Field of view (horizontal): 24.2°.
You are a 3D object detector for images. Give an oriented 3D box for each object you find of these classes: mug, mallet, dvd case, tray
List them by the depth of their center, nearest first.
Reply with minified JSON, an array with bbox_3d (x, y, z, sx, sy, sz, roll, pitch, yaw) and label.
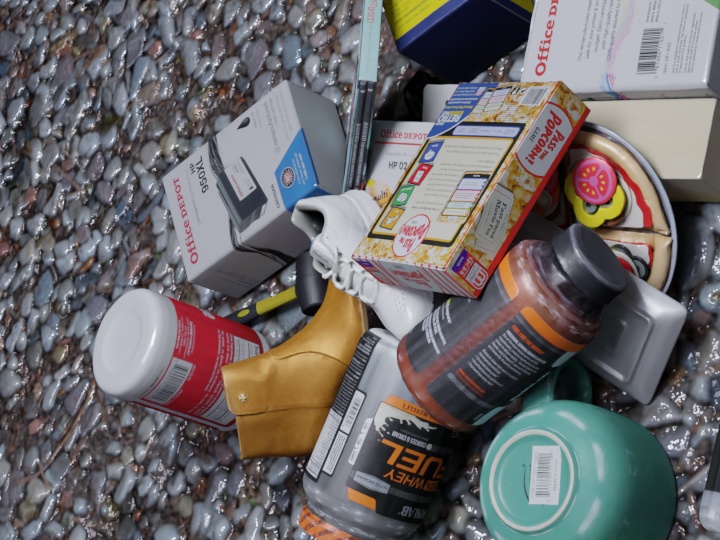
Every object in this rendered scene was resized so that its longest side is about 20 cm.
[{"bbox_3d":[0.171,0.179,1.458,0.152,0.114,0.185,-52,50,16],"label":"mug"},{"bbox_3d":[0.188,0.029,1.494,0.200,0.022,0.108,34,127,27],"label":"tray"},{"bbox_3d":[0.001,-0.164,1.667,0.200,0.022,0.146,100,176,-49],"label":"dvd case"},{"bbox_3d":[-0.102,0.029,1.801,0.200,0.041,0.066,-16,68,41],"label":"mallet"}]

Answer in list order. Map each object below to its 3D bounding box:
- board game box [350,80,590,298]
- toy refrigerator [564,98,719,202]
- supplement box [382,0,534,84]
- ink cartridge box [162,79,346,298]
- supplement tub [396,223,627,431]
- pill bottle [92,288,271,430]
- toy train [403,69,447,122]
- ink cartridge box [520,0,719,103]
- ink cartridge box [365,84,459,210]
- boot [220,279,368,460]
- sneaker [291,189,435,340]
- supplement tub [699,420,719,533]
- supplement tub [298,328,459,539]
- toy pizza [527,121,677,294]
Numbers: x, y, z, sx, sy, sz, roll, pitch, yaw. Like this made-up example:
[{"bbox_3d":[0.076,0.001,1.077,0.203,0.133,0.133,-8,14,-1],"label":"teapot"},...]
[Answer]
[{"bbox_3d":[0.094,-0.076,1.481,0.200,0.046,0.151,-57,29,-14],"label":"board game box"},{"bbox_3d":[0.242,-0.107,1.521,0.200,0.070,0.076,3,75,40],"label":"toy refrigerator"},{"bbox_3d":[0.084,-0.308,1.693,0.109,0.109,0.200,-33,58,29],"label":"supplement box"},{"bbox_3d":[-0.107,-0.084,1.805,0.200,0.084,0.145,-35,56,28],"label":"ink cartridge box"},{"bbox_3d":[0.132,0.046,1.445,0.200,0.107,0.107,-40,54,27],"label":"supplement tub"},{"bbox_3d":[-0.162,0.098,1.709,0.112,0.200,0.112,-25,54,40],"label":"pill bottle"},{"bbox_3d":[0.089,-0.120,1.680,0.046,0.034,0.200,-45,51,26],"label":"toy train"},{"bbox_3d":[0.258,-0.218,1.528,0.200,0.084,0.145,3,77,42],"label":"ink cartridge box"},{"bbox_3d":[0.063,-0.084,1.630,0.115,0.068,0.200,9,94,54],"label":"ink cartridge box"},{"bbox_3d":[-0.066,0.085,1.653,0.071,0.144,0.202,-162,69,-80],"label":"boot"},{"bbox_3d":[0.000,0.000,1.580,0.200,0.087,0.075,52,130,40],"label":"sneaker"},{"bbox_3d":[0.345,0.119,1.320,0.122,0.122,0.200,9,83,42],"label":"supplement tub"},{"bbox_3d":[0.023,0.166,1.587,0.122,0.122,0.200,25,94,43],"label":"supplement tub"},{"bbox_3d":[0.191,-0.036,1.504,0.200,0.032,0.201,17,117,36],"label":"toy pizza"}]
